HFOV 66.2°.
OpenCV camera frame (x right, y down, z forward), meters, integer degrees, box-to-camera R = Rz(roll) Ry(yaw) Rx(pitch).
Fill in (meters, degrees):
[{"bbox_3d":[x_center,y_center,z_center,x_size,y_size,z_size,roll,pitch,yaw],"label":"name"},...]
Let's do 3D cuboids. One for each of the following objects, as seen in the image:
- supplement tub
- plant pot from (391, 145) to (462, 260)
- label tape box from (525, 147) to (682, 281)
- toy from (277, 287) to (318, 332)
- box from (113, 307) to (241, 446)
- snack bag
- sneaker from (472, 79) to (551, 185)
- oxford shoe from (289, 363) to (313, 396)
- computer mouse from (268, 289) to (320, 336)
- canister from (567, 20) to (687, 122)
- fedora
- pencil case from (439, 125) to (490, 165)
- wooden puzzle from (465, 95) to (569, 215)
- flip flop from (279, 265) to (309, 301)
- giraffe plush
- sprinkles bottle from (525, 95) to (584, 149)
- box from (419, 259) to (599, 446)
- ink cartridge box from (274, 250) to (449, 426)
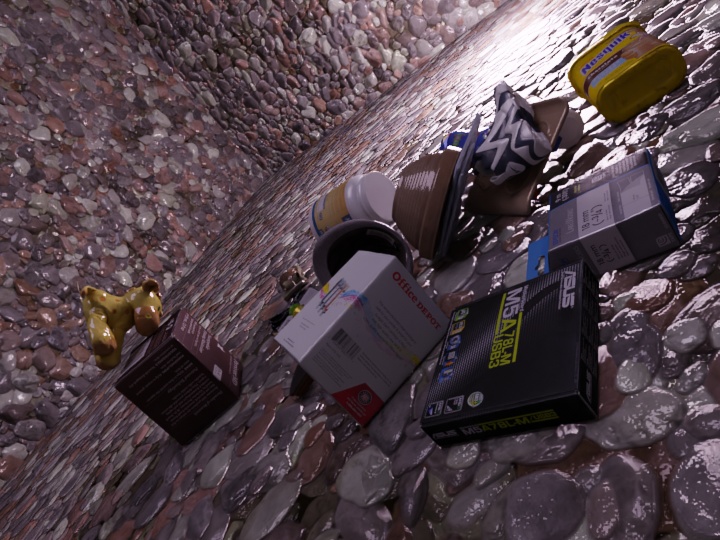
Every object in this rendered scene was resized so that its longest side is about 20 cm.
[{"bbox_3d":[-0.016,-0.143,1.340,0.199,0.145,0.145,-24,26,42],"label":"supplement tub"},{"bbox_3d":[0.112,-0.126,0.980,0.201,0.092,0.203,15,-90,-79],"label":"plant pot"},{"bbox_3d":[0.287,-0.055,0.709,0.199,0.063,0.145,-28,24,35],"label":"label tape box"},{"bbox_3d":[-0.080,0.105,1.085,0.116,0.047,0.199,-53,32,-13],"label":"toy"},{"bbox_3d":[-0.384,0.225,1.195,0.164,0.200,0.166,-40,20,3],"label":"box"},{"bbox_3d":[0.182,-0.155,0.996,0.190,0.021,0.201,94,-164,-44],"label":"snack bag"},{"bbox_3d":[0.234,-0.225,0.939,0.129,0.079,0.201,-42,45,33],"label":"sneaker"},{"bbox_3d":[-0.056,0.150,0.943,0.201,0.071,0.072,-52,21,21],"label":"oxford shoe"},{"bbox_3d":[-0.149,0.093,1.251,0.141,0.046,0.199,-47,20,-18],"label":"computer mouse"},{"bbox_3d":[0.456,-0.346,0.961,0.148,0.087,0.201,-34,23,23],"label":"canister"},{"bbox_3d":[0.000,0.000,1.028,0.199,0.177,0.090,-34,-14,-26],"label":"fedora"},{"bbox_3d":[0.251,-0.273,1.203,0.200,0.077,0.088,19,92,67],"label":"pencil case"},{"bbox_3d":[0.278,-0.192,0.975,0.185,0.046,0.202,16,86,67],"label":"wooden puzzle"},{"bbox_3d":[-0.183,0.022,1.444,0.081,0.058,0.200,-40,20,5],"label":"flip flop"},{"bbox_3d":[-0.509,0.101,1.205,0.161,0.202,0.172,-14,-8,-27],"label":"giraffe plush"},{"bbox_3d":[0.355,-0.285,1.048,0.068,0.068,0.200,-36,20,14],"label":"sprinkles bottle"},{"bbox_3d":[0.174,0.095,0.637,0.192,0.048,0.201,-28,25,40],"label":"box"},{"bbox_3d":[0.002,0.091,0.824,0.200,0.146,0.144,-45,20,-12],"label":"ink cartridge box"}]
